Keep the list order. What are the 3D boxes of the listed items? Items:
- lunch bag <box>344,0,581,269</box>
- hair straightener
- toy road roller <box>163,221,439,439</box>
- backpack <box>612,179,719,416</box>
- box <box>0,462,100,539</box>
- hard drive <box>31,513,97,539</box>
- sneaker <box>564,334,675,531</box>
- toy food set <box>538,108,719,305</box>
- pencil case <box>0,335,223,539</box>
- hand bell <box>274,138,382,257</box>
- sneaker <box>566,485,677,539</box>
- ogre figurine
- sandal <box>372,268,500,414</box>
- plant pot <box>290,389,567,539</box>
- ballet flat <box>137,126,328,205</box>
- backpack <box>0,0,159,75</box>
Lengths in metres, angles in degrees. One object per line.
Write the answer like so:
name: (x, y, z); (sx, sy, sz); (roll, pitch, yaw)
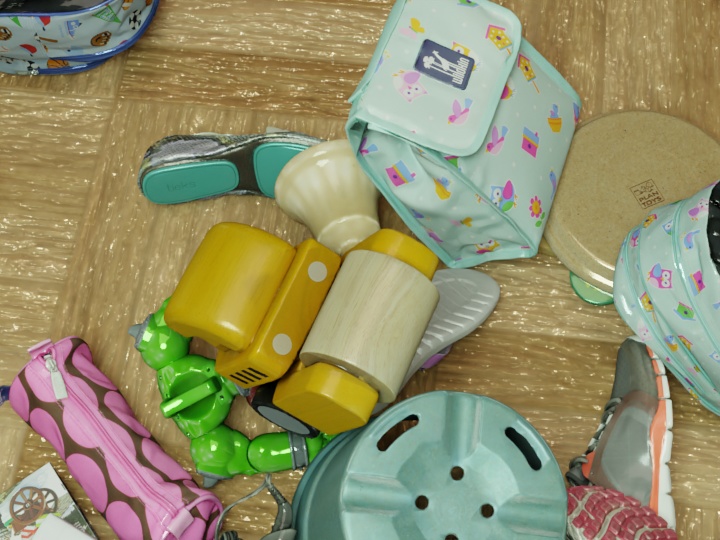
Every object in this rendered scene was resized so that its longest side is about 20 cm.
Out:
lunch bag: (0.080, -0.127, 1.042); (0.121, 0.200, 0.172); (-9, 49, 44)
hair straightener: (-0.101, 0.241, 0.887); (0.076, 0.041, 0.202); (10, 75, 22)
toy road roller: (-0.049, 0.030, 0.869); (0.145, 0.200, 0.124); (31, 69, -14)
backpack: (0.293, 0.029, 0.963); (0.200, 0.126, 0.168); (41, 41, -22)
box: (-0.284, 0.259, 0.940); (0.199, 0.038, 0.137); (-34, 66, -16)
hard drive: (-0.173, 0.273, 0.863); (0.199, 0.025, 0.133); (24, 76, 24)
sneaker: (0.201, 0.142, 0.974); (0.081, 0.077, 0.202); (0, 61, 8)
toy food set: (0.246, -0.053, 1.090); (0.199, 0.049, 0.198); (-36, 67, -17)
pencil case: (-0.192, 0.142, 0.968); (0.090, 0.094, 0.200); (-35, 67, -32)
hand bell: (0.000, 0.000, 1.018); (0.103, 0.105, 0.201); (-13, 53, -6)
sneaker: (0.201, 0.234, 0.879); (0.080, 0.075, 0.200); (-10, 48, -44)
ogre figurine: (-0.104, 0.080, 0.994); (0.119, 0.098, 0.201); (-27, 108, -7)
sandal: (0.038, 0.061, 1.031); (0.082, 0.050, 0.202); (28, 47, 32)
plant pot: (0.051, 0.177, 0.867); (0.198, 0.196, 0.202); (2, 72, -6)
ballet flat: (-0.100, -0.101, 1.117); (0.198, 0.072, 0.073); (-3, 61, -1)
backpack: (-0.282, -0.273, 1.164); (0.188, 0.154, 0.202); (1, 67, 11)
